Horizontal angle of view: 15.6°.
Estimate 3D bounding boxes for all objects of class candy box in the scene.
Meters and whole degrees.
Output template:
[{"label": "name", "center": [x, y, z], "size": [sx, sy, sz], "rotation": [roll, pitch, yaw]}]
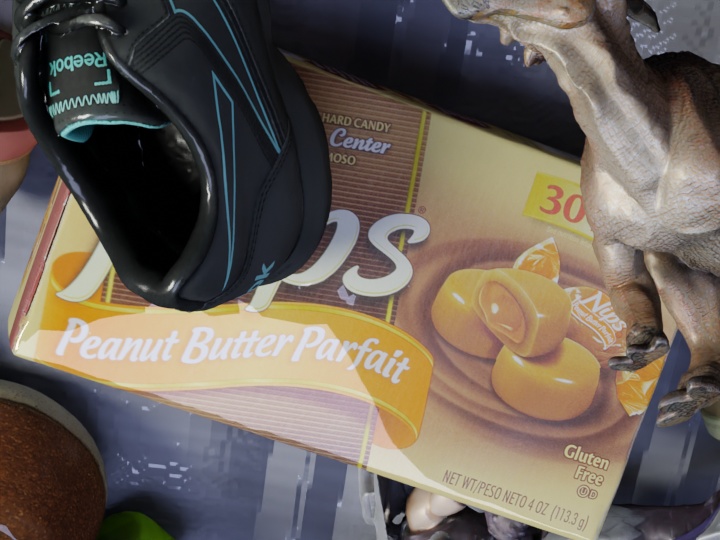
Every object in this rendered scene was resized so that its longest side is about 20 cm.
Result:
[{"label": "candy box", "center": [0.000, 0.000, 0.840], "size": [0.200, 0.055, 0.115], "rotation": [19, 96, -11]}]

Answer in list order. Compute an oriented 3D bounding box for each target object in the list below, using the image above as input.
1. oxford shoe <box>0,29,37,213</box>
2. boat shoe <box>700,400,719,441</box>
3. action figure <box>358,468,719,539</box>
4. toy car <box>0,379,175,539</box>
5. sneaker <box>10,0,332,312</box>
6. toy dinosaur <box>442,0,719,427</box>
[{"label": "oxford shoe", "center": [-0.201, -0.054, 0.829], "size": [0.200, 0.070, 0.075], "rotation": [18, 132, -9]}, {"label": "boat shoe", "center": [0.169, 0.009, 0.832], "size": [0.063, 0.073, 0.201], "rotation": [65, 154, 1]}, {"label": "action figure", "center": [0.077, 0.107, 0.940], "size": [0.200, 0.069, 0.130], "rotation": [-9, 132, 13]}, {"label": "toy car", "center": [-0.164, 0.140, 0.894], "size": [0.158, 0.200, 0.164], "rotation": [-34, 119, 26]}, {"label": "sneaker", "center": [-0.064, -0.083, 0.739], "size": [0.075, 0.079, 0.200], "rotation": [-15, 101, 29]}, {"label": "toy dinosaur", "center": [0.101, -0.037, 0.771], "size": [0.086, 0.136, 0.200], "rotation": [-22, 151, 16]}]
